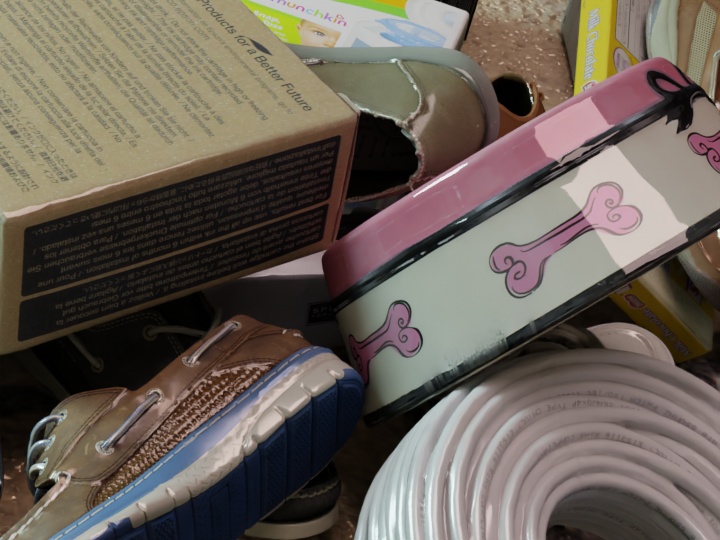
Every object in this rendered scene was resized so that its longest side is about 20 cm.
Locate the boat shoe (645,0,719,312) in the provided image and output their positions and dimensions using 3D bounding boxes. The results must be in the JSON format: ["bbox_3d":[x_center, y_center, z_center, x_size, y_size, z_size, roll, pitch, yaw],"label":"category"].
[{"bbox_3d":[0.186,-0.071,1.096,0.076,0.072,0.201,36,43,-42],"label":"boat shoe"}]

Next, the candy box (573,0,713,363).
[{"bbox_3d":[0.144,-0.060,1.123,0.102,0.026,0.201,44,39,-32],"label":"candy box"}]

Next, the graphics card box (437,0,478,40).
[{"bbox_3d":[-0.013,-0.182,1.226,0.199,0.126,0.051,-10,42,-33],"label":"graphics card box"}]

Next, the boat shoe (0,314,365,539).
[{"bbox_3d":[-0.090,0.085,0.847,0.072,0.073,0.200,34,50,29],"label":"boat shoe"}]

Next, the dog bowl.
[{"bbox_3d":[0.071,-0.016,0.912,0.200,0.200,0.074,-27,86,-46],"label":"dog bowl"}]

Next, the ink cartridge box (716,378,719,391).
[{"bbox_3d":[0.227,0.069,0.971,0.068,0.115,0.201,37,26,-25],"label":"ink cartridge box"}]

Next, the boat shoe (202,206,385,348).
[{"bbox_3d":[0.000,0.000,1.033,0.199,0.070,0.066,-7,41,-19],"label":"boat shoe"}]

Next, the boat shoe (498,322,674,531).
[{"bbox_3d":[0.087,0.060,0.976,0.071,0.070,0.200,34,38,23],"label":"boat shoe"}]

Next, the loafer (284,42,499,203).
[{"bbox_3d":[-0.039,-0.063,0.997,0.199,0.076,0.070,-5,22,27],"label":"loafer"}]

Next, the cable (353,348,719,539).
[{"bbox_3d":[0.095,0.126,0.840,0.199,0.069,0.201,-7,62,-34],"label":"cable"}]

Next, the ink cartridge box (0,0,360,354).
[{"bbox_3d":[-0.123,-0.070,0.920,0.164,0.075,0.200,-17,45,-31],"label":"ink cartridge box"}]

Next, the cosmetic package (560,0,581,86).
[{"bbox_3d":[0.224,-0.105,1.290,0.199,0.052,0.151,10,37,-11],"label":"cosmetic package"}]

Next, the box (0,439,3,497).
[{"bbox_3d":[-0.245,0.042,0.874,0.199,0.049,0.162,7,31,-16],"label":"box"}]

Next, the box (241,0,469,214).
[{"bbox_3d":[-0.061,-0.096,1.103,0.199,0.102,0.113,19,34,3],"label":"box"}]

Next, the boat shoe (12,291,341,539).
[{"bbox_3d":[-0.084,0.040,0.934,0.200,0.068,0.072,39,38,27],"label":"boat shoe"}]

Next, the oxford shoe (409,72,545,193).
[{"bbox_3d":[0.079,-0.060,1.097,0.071,0.072,0.200,11,5,15],"label":"oxford shoe"}]
